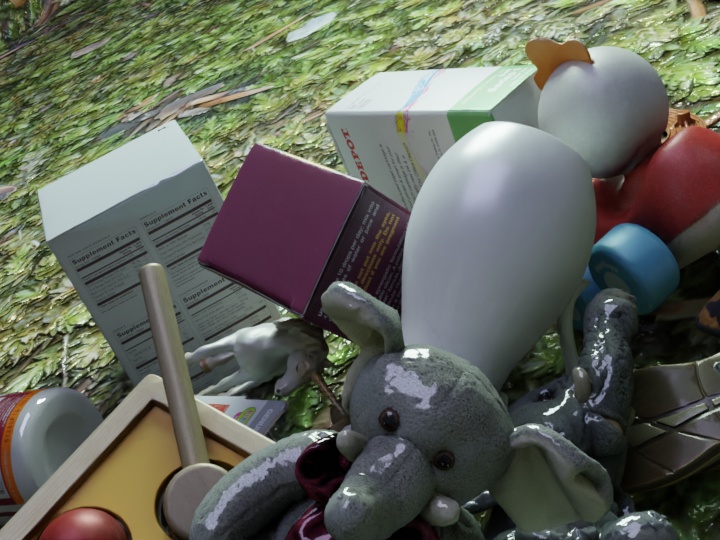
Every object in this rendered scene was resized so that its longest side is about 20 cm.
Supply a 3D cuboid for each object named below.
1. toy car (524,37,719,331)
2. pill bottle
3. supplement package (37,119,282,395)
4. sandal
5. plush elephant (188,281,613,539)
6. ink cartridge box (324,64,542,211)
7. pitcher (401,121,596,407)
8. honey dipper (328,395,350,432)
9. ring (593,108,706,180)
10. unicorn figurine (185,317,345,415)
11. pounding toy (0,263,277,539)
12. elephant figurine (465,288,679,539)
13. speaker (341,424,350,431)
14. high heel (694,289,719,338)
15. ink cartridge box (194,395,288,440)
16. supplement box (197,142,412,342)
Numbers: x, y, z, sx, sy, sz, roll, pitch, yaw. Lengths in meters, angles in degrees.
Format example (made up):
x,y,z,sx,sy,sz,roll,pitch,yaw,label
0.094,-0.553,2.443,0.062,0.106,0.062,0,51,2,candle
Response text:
x,y,z,sx,sy,sz,roll,pitch,yaw,label
0.190,-0.092,0.814,0.184,0.200,0.177,-39,-2,-15,toy car
-0.324,0.164,0.937,0.198,0.110,0.110,-9,31,27,pill bottle
-0.182,-0.004,1.011,0.150,0.201,0.152,-28,27,-7,supplement package
0.224,0.088,0.678,0.199,0.054,0.081,-28,41,6,sandal
0.012,0.103,0.471,0.164,0.156,0.200,28,43,16,plush elephant
0.082,-0.093,0.938,0.199,0.146,0.084,9,42,48,ink cartridge box
0.100,0.020,0.725,0.121,0.171,0.201,-3,62,67,pitcher
-0.039,0.137,0.785,0.038,0.038,0.200,-1,24,38,honey dipper
0.228,-0.125,1.043,0.198,0.019,0.201,-13,21,5,ring
-0.080,0.072,0.879,0.136,0.074,0.200,-23,12,10,unicorn figurine
-0.099,0.138,0.594,0.183,0.143,0.200,25,53,22,pounding toy
0.113,0.128,0.627,0.154,0.143,0.201,-10,34,-2,elephant figurine
-0.044,0.192,0.694,0.081,0.082,0.200,10,43,47,speaker
0.301,-0.029,0.798,0.141,0.072,0.201,-15,36,13,high heel
-0.145,0.185,0.777,0.174,0.084,0.200,-5,34,39,ink cartridge box
0.000,0.000,0.822,0.130,0.199,0.104,25,88,43,supplement box
